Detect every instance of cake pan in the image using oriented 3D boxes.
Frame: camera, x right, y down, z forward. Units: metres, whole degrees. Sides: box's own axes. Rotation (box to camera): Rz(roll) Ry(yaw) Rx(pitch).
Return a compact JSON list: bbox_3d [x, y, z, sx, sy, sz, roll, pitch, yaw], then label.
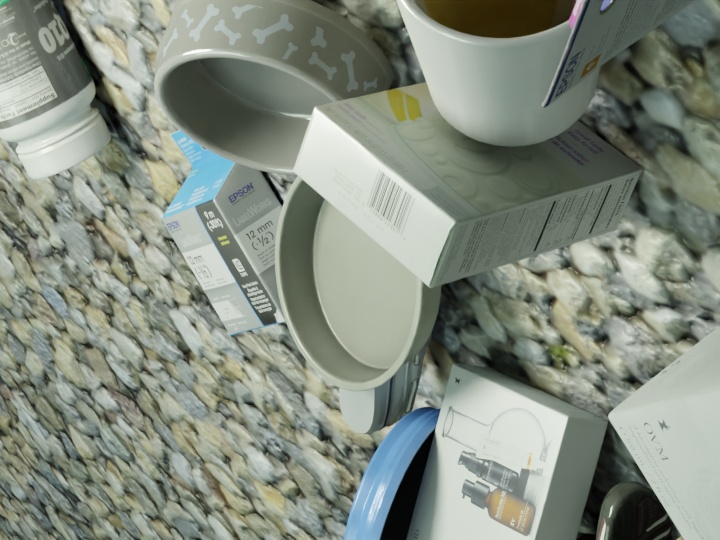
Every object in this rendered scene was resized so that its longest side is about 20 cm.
[{"bbox_3d":[0.000,0.000,1.803,0.200,0.037,0.201,11,104,51],"label":"cake pan"}]

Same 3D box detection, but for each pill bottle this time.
[{"bbox_3d":[-0.339,-0.202,2.168,0.113,0.113,0.201,7,127,59],"label":"pill bottle"}]

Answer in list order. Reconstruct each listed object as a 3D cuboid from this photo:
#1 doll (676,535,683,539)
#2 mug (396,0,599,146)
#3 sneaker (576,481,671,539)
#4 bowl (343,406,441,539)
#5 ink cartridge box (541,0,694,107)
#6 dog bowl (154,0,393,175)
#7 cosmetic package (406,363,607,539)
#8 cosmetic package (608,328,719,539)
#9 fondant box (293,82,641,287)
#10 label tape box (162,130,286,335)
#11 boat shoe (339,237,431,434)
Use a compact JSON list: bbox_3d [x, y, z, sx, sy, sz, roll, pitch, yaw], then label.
[{"bbox_3d":[0.307,0.272,1.577,0.200,0.136,0.048,56,-164,24],"label":"doll"},{"bbox_3d":[0.103,-0.175,1.414,0.149,0.187,0.153,10,149,14],"label":"mug"},{"bbox_3d":[0.199,0.232,1.774,0.115,0.076,0.201,36,150,42],"label":"sneaker"},{"bbox_3d":[0.045,0.214,1.873,0.039,0.201,0.201,17,139,25],"label":"bowl"},{"bbox_3d":[0.174,-0.201,1.135,0.043,0.200,0.197,47,153,17],"label":"ink cartridge box"},{"bbox_3d":[-0.074,-0.146,1.712,0.199,0.059,0.200,14,153,7],"label":"dog bowl"},{"bbox_3d":[0.114,0.195,1.776,0.151,0.051,0.201,23,101,52],"label":"cosmetic package"},{"bbox_3d":[0.301,0.137,1.413,0.200,0.123,0.200,57,154,-4],"label":"cosmetic package"},{"bbox_3d":[0.075,-0.069,1.472,0.144,0.199,0.058,40,126,30],"label":"fondant box"},{"bbox_3d":[-0.126,-0.042,2.037,0.201,0.066,0.143,58,155,-8],"label":"label tape box"},{"bbox_3d":[0.031,0.050,1.863,0.072,0.065,0.201,33,126,46],"label":"boat shoe"}]
